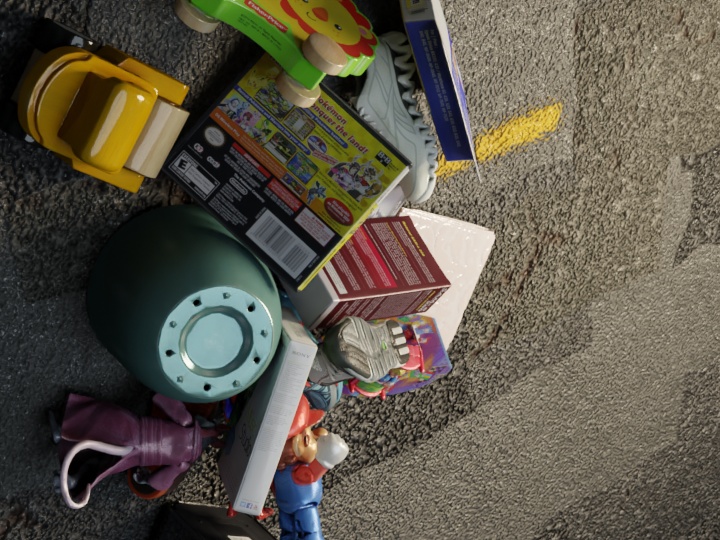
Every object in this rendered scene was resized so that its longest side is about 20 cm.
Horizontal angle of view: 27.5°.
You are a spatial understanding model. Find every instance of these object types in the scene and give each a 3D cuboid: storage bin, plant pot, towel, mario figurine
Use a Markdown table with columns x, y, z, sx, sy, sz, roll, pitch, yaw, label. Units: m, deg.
| x | y | z | sx | sy | sz | roll | pitch | yaw | label |
| --- | --- | --- | --- | --- | --- | --- | --- | --- | --- |
| -0.153 | 0.368 | 1.766 | 0.135 | 0.200 | 0.094 | 16 | 104 | -45 | storage bin |
| -0.173 | 0.047 | 1.557 | 0.200 | 0.161 | 0.201 | -8 | 111 | -20 | plant pot |
| 0.072 | 0.023 | 1.887 | 0.191 | 0.032 | 0.200 | 14 | 103 | -44 | towel |
| -0.058 | 0.240 | 1.729 | 0.106 | 0.123 | 0.200 | -17 | 100 | -71 | mario figurine |

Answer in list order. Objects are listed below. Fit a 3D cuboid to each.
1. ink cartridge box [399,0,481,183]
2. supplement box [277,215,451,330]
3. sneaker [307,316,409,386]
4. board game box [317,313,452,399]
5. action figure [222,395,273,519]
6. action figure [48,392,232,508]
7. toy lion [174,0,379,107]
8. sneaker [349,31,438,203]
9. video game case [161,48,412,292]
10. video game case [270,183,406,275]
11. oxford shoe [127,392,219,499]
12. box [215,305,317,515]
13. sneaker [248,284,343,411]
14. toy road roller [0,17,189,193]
| x | y | z | sx | sy | sz | roll | pitch | yaw | label |
| --- | --- | --- | --- | --- | --- | --- | --- | --- | --- |
| 0.085 | -0.226 | 1.649 | 0.047 | 0.200 | 0.198 | -12 | 131 | 9 | ink cartridge box |
| 0.000 | 0.000 | 1.700 | 0.200 | 0.109 | 0.061 | -6 | 148 | -44 | supplement box |
| -0.026 | 0.103 | 1.669 | 0.115 | 0.075 | 0.200 | -20 | 170 | 20 | sneaker |
| 0.029 | 0.123 | 1.822 | 0.158 | 0.039 | 0.200 | -13 | 146 | 6 | board game box |
| -0.135 | 0.196 | 1.776 | 0.052 | 0.065 | 0.200 | -26 | 118 | -66 | action figure |
| -0.237 | 0.180 | 1.614 | 0.200 | 0.149 | 0.134 | -2 | 95 | -15 | action figure |
| -0.074 | -0.265 | 1.518 | 0.200 | 0.192 | 0.069 | 35 | 123 | -11 | toy lion |
| 0.031 | -0.169 | 1.672 | 0.081 | 0.075 | 0.200 | -12 | 82 | -26 | sneaker |
| -0.078 | -0.109 | 1.536 | 0.181 | 0.200 | 0.026 | -48 | 176 | 1 | video game case |
| -0.041 | -0.051 | 1.709 | 0.200 | 0.019 | 0.143 | -13 | 152 | -35 | video game case |
| -0.204 | 0.172 | 1.720 | 0.200 | 0.071 | 0.073 | -60 | 159 | 6 | oxford shoe |
| -0.107 | 0.149 | 1.624 | 0.036 | 0.144 | 0.200 | 17 | 100 | -18 | box |
| -0.096 | 0.109 | 1.749 | 0.096 | 0.079 | 0.200 | -52 | 128 | -28 | sneaker |
| -0.242 | -0.146 | 1.435 | 0.200 | 0.146 | 0.123 | 22 | 98 | -45 | toy road roller |
